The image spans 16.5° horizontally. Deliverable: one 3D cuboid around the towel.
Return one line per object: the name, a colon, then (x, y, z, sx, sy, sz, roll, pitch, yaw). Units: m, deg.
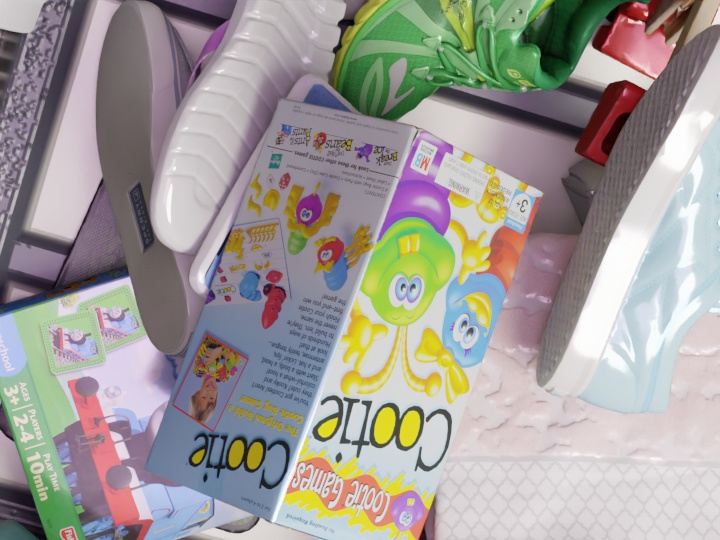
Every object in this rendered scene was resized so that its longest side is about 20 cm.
towel: (0.130, 0.068, 1.271, 0.200, 0.032, 0.191, 2, 66, -3)

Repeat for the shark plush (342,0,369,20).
shark plush: (-0.010, -0.236, 1.319, 0.083, 0.091, 0.200, -11, 108, 28)

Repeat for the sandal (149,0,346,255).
sandal: (-0.059, -0.099, 1.288, 0.082, 0.050, 0.203, 36, 71, -38)

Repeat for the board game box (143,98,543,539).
board game box: (-0.008, 0.030, 1.237, 0.103, 0.105, 0.200, 24, 84, -44)

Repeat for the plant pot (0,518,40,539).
plant pot: (-0.169, 0.256, 1.291, 0.161, 0.201, 0.201, 31, 95, 8)

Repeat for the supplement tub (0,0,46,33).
supplement tub: (-0.195, -0.235, 1.266, 0.132, 0.132, 0.200, 18, 98, -8)

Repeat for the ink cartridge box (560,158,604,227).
ink cartridge box: (0.220, 0.007, 1.369, 0.146, 0.085, 0.200, -26, 98, -1)

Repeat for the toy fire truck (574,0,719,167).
toy fire truck: (0.172, -0.145, 1.310, 0.049, 0.141, 0.200, 26, 96, -9)

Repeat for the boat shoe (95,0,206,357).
boat shoe: (-0.090, -0.049, 1.323, 0.071, 0.070, 0.201, 0, 68, -34)

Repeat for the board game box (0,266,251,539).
board game box: (-0.093, 0.066, 1.365, 0.200, 0.037, 0.151, -18, 100, -3)

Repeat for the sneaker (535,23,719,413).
sneaker: (0.159, -0.021, 1.229, 0.082, 0.074, 0.200, 20, 105, -13)

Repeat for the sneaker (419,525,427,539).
sneaker: (0.075, 0.120, 1.308, 0.071, 0.200, 0.098, 39, 125, -13)

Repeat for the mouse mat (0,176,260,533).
mouse mat: (-0.093, 0.032, 1.382, 0.161, 0.008, 0.200, 24, 95, -9)

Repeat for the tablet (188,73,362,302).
tablet: (0.000, 0.000, 1.318, 0.200, 0.014, 0.130, 41, 73, -41)

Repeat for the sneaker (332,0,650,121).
sneaker: (0.066, -0.125, 1.304, 0.200, 0.074, 0.084, -32, 63, 28)
